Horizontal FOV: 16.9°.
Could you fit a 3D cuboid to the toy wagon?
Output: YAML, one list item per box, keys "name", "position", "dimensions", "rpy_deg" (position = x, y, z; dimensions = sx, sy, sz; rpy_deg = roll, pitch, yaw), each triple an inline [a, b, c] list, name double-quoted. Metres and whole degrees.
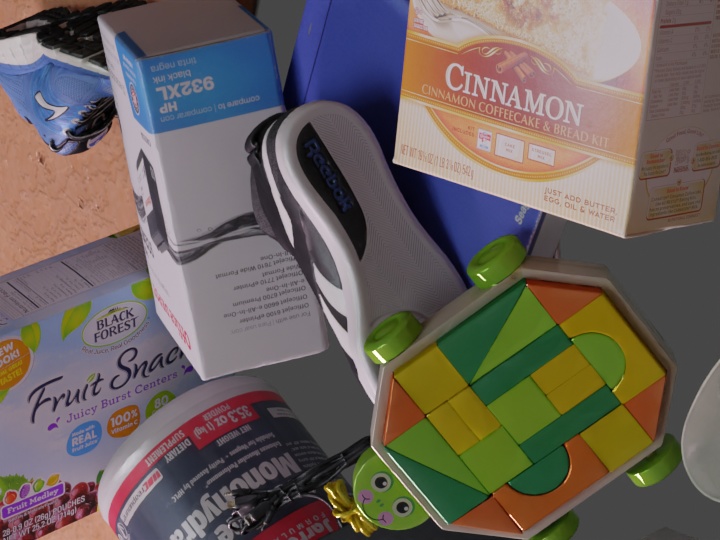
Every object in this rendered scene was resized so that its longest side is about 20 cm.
- name: "toy wagon"
  position: [0.069, 0.082, 1.282]
  dimensions: [0.155, 0.200, 0.040]
  rpy_deg: [51, -168, -15]

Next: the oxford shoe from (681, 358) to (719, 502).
- name: "oxford shoe"
  position: [0.206, 0.062, 1.185]
  dimensions: [0.075, 0.058, 0.200]
  rpy_deg: [57, 146, 10]

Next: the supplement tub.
- name: "supplement tub"
  position: [-0.061, 0.179, 1.534]
  dimensions: [0.200, 0.140, 0.140]
  rpy_deg: [50, 142, 23]

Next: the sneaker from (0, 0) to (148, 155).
- name: "sneaker"
  position: [-0.177, -0.124, 1.588]
  dimensions: [0.200, 0.079, 0.089]
  rpy_deg: [10, 124, 60]

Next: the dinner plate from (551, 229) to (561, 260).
- name: "dinner plate"
  position: [0.049, -0.038, 1.368]
  dimensions: [0.200, 0.024, 0.200]
  rpy_deg: [29, 131, 41]

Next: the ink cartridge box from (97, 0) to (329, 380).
- name: "ink cartridge box"
  position: [-0.090, -0.054, 1.450]
  dimensions: [0.145, 0.084, 0.200]
  rpy_deg: [-135, 33, -67]

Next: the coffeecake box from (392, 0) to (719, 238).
- name: "coffeecake box"
  position: [0.102, -0.134, 1.156]
  dimensions: [0.153, 0.073, 0.200]
  rpy_deg: [20, 112, 42]

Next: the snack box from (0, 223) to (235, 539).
- name: "snack box"
  position: [-0.178, 0.071, 1.578]
  dimensions: [0.068, 0.200, 0.169]
  rpy_deg: [31, 131, 40]

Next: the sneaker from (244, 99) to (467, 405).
- name: "sneaker"
  position: [0.000, 0.000, 1.349]
  dimensions: [0.200, 0.073, 0.112]
  rpy_deg: [68, 163, -7]

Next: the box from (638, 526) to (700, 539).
- name: "box"
  position: [0.174, 0.197, 1.217]
  dimensions: [0.200, 0.156, 0.041]
  rpy_deg: [15, 118, 50]

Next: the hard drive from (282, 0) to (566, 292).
- name: "hard drive"
  position: [0.036, -0.080, 1.318]
  dimensions: [0.200, 0.025, 0.132]
  rpy_deg: [46, 140, 28]

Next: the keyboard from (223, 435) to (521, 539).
- name: "keyboard"
  position: [-0.003, 0.163, 1.435]
  dimensions: [0.127, 0.200, 0.021]
  rpy_deg: [62, -174, 5]
